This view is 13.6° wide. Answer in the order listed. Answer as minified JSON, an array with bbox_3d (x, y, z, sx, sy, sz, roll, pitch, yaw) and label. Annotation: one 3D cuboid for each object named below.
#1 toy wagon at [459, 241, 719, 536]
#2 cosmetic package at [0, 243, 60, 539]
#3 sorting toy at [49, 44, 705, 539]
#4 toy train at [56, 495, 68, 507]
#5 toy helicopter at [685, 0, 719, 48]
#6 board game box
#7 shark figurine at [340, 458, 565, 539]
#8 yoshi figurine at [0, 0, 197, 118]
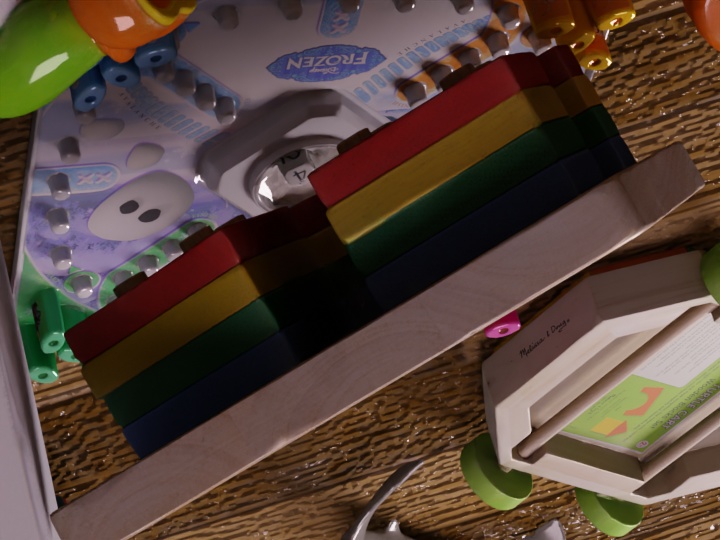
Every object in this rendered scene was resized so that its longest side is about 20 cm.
[{"bbox_3d":[0.141,0.053,1.239,0.199,0.040,0.155,17,135,-40],"label":"toy wagon"},{"bbox_3d":[-0.199,0.079,0.963,0.199,0.168,0.166,-12,-172,-5],"label":"cosmetic package"},{"bbox_3d":[0.000,0.000,0.963,0.198,0.070,0.200,-31,179,13],"label":"sorting toy"},{"bbox_3d":[-0.189,0.145,1.203,0.199,0.086,0.114,-22,158,5],"label":"toy train"},{"bbox_3d":[0.146,-0.168,0.900,0.200,0.079,0.132,-34,130,9],"label":"toy helicopter"},{"bbox_3d":[-0.018,-0.032,1.060,0.199,0.026,0.200,-6,145,-16],"label":"board game box"},{"bbox_3d":[0.050,0.136,1.311,0.090,0.128,0.214,-45,124,-1],"label":"shark figurine"},{"bbox_3d":[-0.158,-0.066,0.891,0.199,0.113,0.112,-27,129,20],"label":"yoshi figurine"}]
